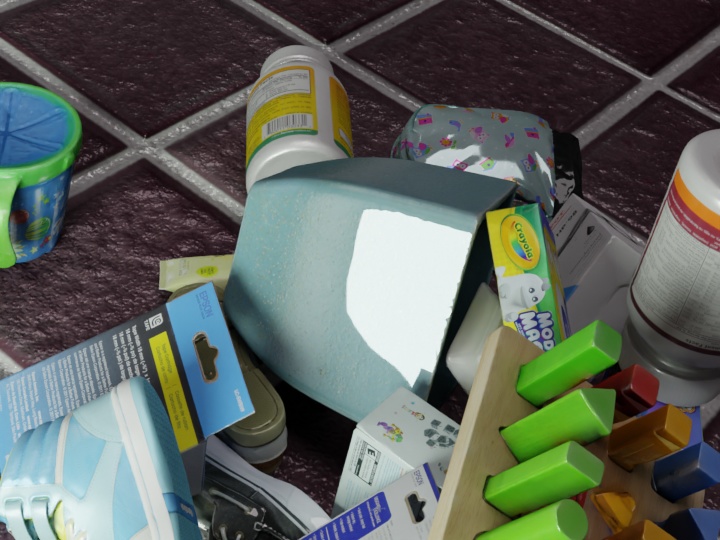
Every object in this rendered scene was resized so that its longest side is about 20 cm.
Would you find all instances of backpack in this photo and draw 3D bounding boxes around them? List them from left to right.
[{"bbox_3d":[0.126,-0.093,1.258,0.198,0.127,0.168,7,45,-2],"label":"backpack"}]

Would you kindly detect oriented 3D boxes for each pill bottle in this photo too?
[{"bbox_3d":[-0.064,-0.146,1.279,0.111,0.113,0.201,4,42,-9],"label":"pill bottle"},{"bbox_3d":[0.266,0.003,0.927,0.108,0.201,0.110,6,41,-6],"label":"pill bottle"}]

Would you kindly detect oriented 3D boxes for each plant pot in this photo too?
[{"bbox_3d":[0.000,0.000,1.033,0.198,0.198,0.196,19,16,11],"label":"plant pot"}]

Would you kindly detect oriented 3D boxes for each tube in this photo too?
[{"bbox_3d":[-0.090,0.006,1.152,0.198,0.058,0.052,1,68,-8],"label":"tube"}]

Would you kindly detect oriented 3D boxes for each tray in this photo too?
[{"bbox_3d":[0.145,0.113,1.016,0.201,0.022,0.108,54,40,-19],"label":"tray"}]

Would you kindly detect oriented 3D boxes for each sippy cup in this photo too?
[{"bbox_3d":[-0.326,-0.082,1.128,0.139,0.131,0.178,26,43,16],"label":"sippy cup"}]

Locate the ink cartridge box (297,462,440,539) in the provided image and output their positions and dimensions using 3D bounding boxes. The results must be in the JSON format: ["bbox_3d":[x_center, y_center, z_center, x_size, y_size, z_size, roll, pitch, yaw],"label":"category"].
[{"bbox_3d":[-0.025,0.210,0.816,0.199,0.037,0.095,-34,19,3],"label":"ink cartridge box"}]

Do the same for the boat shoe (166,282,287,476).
[{"bbox_3d":[-0.118,0.092,1.036,0.074,0.069,0.201,-15,43,-15],"label":"boat shoe"}]

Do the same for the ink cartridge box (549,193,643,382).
[{"bbox_3d":[0.196,0.006,1.114,0.066,0.116,0.200,33,12,-11],"label":"ink cartridge box"}]

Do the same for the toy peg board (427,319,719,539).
[{"bbox_3d":[0.163,0.150,0.781,0.198,0.098,0.201,35,50,-15],"label":"toy peg board"}]

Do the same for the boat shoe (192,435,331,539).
[{"bbox_3d":[-0.090,0.195,0.940,0.199,0.073,0.071,27,50,31],"label":"boat shoe"}]

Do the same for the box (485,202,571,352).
[{"bbox_3d":[0.139,0.060,0.938,0.048,0.117,0.202,-9,78,13],"label":"box"}]

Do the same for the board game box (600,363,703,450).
[{"bbox_3d":[0.241,0.131,1.033,0.044,0.135,0.201,12,42,0],"label":"board game box"}]

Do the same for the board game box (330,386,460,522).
[{"bbox_3d":[0.077,0.203,0.903,0.199,0.149,0.064,33,43,21],"label":"board game box"}]

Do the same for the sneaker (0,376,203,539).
[{"bbox_3d":[-0.176,0.182,0.820,0.129,0.080,0.201,-20,60,0],"label":"sneaker"}]

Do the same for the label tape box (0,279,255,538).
[{"bbox_3d":[-0.177,0.115,0.941,0.198,0.064,0.145,-24,48,0],"label":"label tape box"}]
